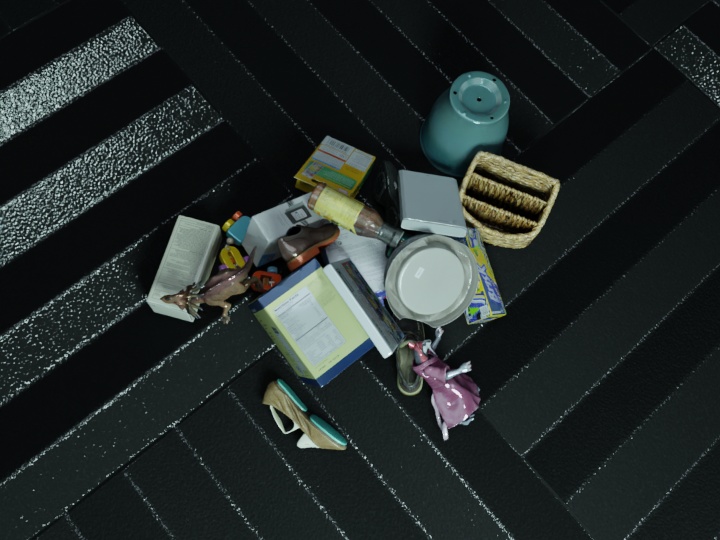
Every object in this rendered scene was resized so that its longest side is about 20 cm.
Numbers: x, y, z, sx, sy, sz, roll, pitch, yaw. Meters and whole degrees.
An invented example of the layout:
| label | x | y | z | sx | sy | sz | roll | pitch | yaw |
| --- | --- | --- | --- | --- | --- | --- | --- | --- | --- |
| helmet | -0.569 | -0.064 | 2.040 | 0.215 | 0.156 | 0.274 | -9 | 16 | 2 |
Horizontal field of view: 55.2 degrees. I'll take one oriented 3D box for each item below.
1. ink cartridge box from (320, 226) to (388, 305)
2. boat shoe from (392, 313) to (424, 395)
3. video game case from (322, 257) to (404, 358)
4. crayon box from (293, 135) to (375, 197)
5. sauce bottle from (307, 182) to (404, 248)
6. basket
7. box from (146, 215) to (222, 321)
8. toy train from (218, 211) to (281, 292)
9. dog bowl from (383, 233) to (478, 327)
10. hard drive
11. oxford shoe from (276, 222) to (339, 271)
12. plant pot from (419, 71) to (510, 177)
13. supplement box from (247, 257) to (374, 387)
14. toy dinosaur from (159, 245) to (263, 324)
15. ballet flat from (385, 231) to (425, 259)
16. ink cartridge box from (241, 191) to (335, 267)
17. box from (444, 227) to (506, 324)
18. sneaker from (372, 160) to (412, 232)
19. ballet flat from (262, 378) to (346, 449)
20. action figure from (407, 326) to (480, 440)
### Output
| label | x | y | z | sx | sy | sz | roll | pitch | yaw |
| --- | --- | --- | --- | --- | --- | --- | --- | --- | --- |
| ink cartridge box | 0.000 | 0.000 | 1.477 | 0.136 | 0.076 | 0.200 | -16 | 71 | -10 |
| boat shoe | 0.105 | 0.156 | 1.437 | 0.073 | 0.065 | 0.200 | -4 | 70 | -5 |
| video game case | 0.010 | 0.066 | 1.332 | 0.023 | 0.182 | 0.200 | -36 | 87 | 11 |
| crayon box | -0.059 | -0.210 | 1.514 | 0.126 | 0.052 | 0.200 | 24 | 41 | 4 |
| sauce bottle | -0.009 | -0.107 | 1.388 | 0.200 | 0.066 | 0.066 | 30 | 71 | 7 |
| basket | 0.311 | -0.146 | 1.519 | 0.200 | 0.149 | 0.143 | 23 | 70 | 2 |
| box | -0.365 | -0.004 | 1.444 | 0.095 | 0.078 | 0.200 | 16 | 70 | 0 |
| toy train | -0.232 | -0.030 | 1.483 | 0.150 | 0.056 | 0.200 | 6 | 63 | -21 |
| dog bowl | 0.138 | 0.016 | 1.406 | 0.200 | 0.059 | 0.200 | -5 | 109 | -14 |
| hard drive | 0.147 | -0.144 | 1.451 | 0.132 | 0.026 | 0.200 | 8 | 36 | -6 |
| oxford shoe | -0.100 | -0.068 | 1.366 | 0.071 | 0.200 | 0.073 | -32 | 96 | 26 |
| plant pot | 0.247 | -0.342 | 1.561 | 0.200 | 0.188 | 0.200 | 1 | 71 | -4 |
| supplement box | -0.101 | 0.104 | 1.344 | 0.134 | 0.200 | 0.200 | -36 | 94 | -16 |
| toy dinosaur | -0.276 | 0.033 | 1.342 | 0.200 | 0.136 | 0.086 | -39 | 71 | 13 |
| ballet flat | 0.119 | -0.049 | 1.490 | 0.200 | 0.068 | 0.068 | 1 | 36 | -48 |
| ink cartridge box | -0.141 | -0.094 | 1.453 | 0.200 | 0.116 | 0.067 | -27 | 75 | -32 |
| box | 0.242 | 0.011 | 1.480 | 0.070 | 0.064 | 0.200 | 0 | 70 | -51 |
| sneaker | 0.088 | -0.162 | 1.548 | 0.091 | 0.076 | 0.200 | 1 | 57 | -29 |
| ballet flat | -0.119 | 0.304 | 1.371 | 0.200 | 0.068 | 0.072 | 41 | 92 | 9 |
| action figure | 0.153 | 0.212 | 1.386 | 0.149 | 0.134 | 0.200 | -43 | 109 | 6 |
